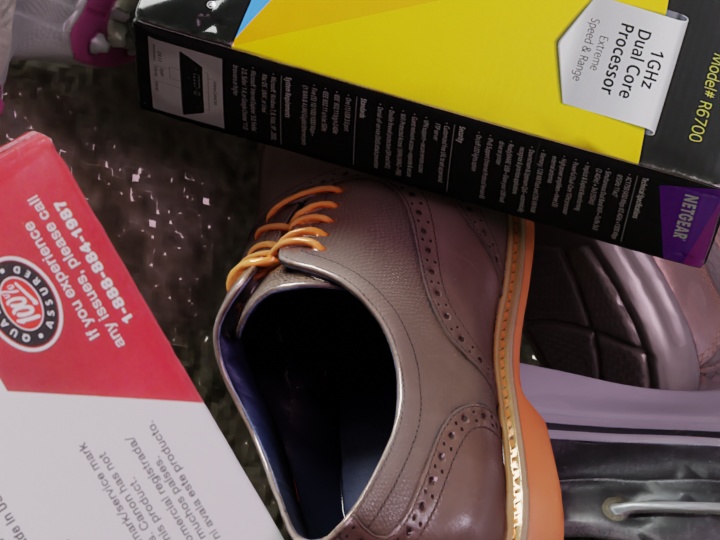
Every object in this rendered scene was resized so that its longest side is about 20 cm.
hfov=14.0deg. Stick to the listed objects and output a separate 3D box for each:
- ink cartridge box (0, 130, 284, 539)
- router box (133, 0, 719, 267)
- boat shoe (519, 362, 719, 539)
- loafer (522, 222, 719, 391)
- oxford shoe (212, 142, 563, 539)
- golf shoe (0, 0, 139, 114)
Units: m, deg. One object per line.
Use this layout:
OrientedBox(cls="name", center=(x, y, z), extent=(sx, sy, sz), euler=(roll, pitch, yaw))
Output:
OrientedBox(cls="ink cartridge box", center=(-0.127, 0.081, 0.656), extent=(0.200, 0.084, 0.144), euler=(-32, 93, -35))
OrientedBox(cls="router box", center=(0.044, -0.114, 0.747), extent=(0.149, 0.051, 0.200), euler=(16, 65, 5))
OrientedBox(cls="boat shoe", center=(0.089, 0.072, 0.757), extent=(0.200, 0.072, 0.071), euler=(5, 59, 16))
OrientedBox(cls="loafer", center=(0.054, -0.053, 0.818), extent=(0.063, 0.072, 0.200), euler=(-24, 90, -34))
OrientedBox(cls="oxford shoe", center=(0.000, 0.000, 0.735), extent=(0.073, 0.071, 0.200), euler=(35, 30, -43))
OrientedBox(cls="golf shoe", center=(-0.103, -0.084, 0.730), extent=(0.091, 0.075, 0.200), euler=(21, 30, 22))
